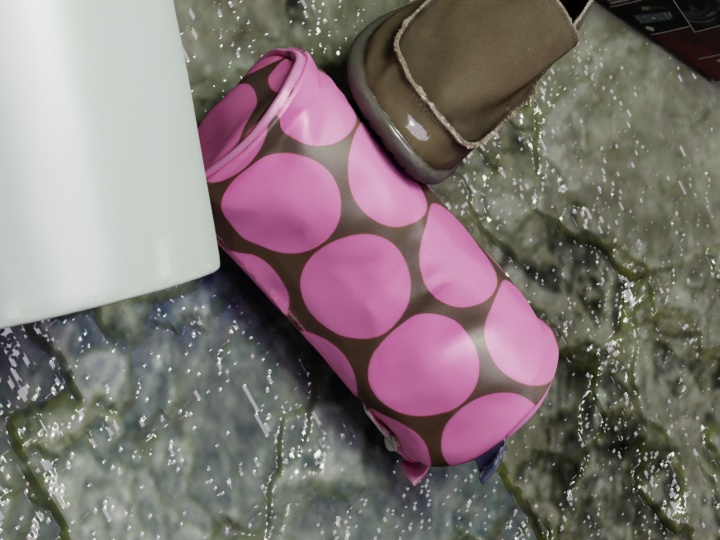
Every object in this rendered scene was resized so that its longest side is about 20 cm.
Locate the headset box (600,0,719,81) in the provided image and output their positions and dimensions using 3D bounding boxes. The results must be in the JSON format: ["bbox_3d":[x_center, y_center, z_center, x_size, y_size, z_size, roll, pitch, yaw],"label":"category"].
[{"bbox_3d":[0.167,-0.199,1.357,0.199,0.077,0.150,30,67,-33],"label":"headset box"}]

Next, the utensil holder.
[{"bbox_3d":[-0.147,-0.082,1.033,0.169,0.169,0.201,-16,96,-39],"label":"utensil holder"}]

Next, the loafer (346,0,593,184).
[{"bbox_3d":[0.055,-0.107,1.218,0.073,0.071,0.200,50,33,-10],"label":"loafer"}]

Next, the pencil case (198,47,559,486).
[{"bbox_3d":[0.000,0.000,1.194,0.094,0.091,0.200,-37,111,11],"label":"pencil case"}]
